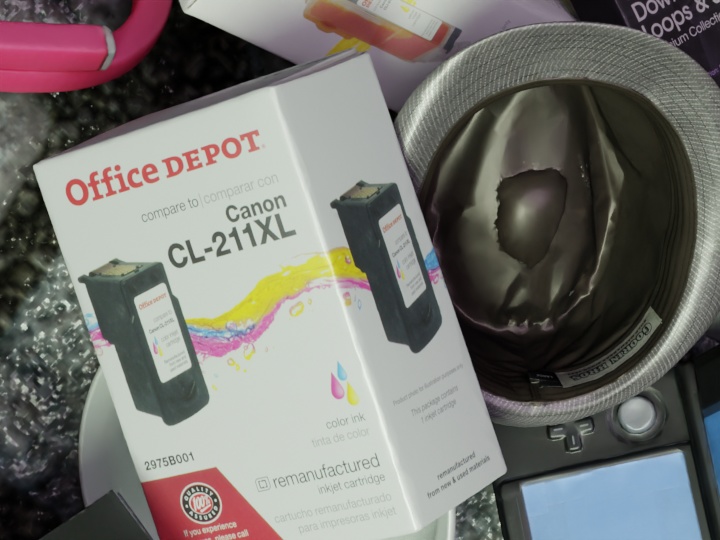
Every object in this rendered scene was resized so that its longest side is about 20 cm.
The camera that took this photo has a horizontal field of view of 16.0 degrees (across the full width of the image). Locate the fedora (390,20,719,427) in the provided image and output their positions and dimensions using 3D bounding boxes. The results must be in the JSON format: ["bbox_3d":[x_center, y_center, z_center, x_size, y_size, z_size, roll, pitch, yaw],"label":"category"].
[{"bbox_3d":[0.085,-0.031,1.187,0.176,0.090,0.201,-5,112,-6],"label":"fedora"}]

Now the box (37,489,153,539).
[{"bbox_3d":[-0.151,0.208,1.163,0.163,0.200,0.086,-34,71,-16],"label":"box"}]

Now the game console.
[{"bbox_3d":[0.154,0.139,1.241,0.175,0.116,0.201,-12,75,7],"label":"game console"}]

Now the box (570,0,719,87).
[{"bbox_3d":[0.189,-0.094,1.239,0.143,0.036,0.201,-32,97,-33],"label":"box"}]

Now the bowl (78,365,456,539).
[{"bbox_3d":[-0.032,0.093,1.251,0.200,0.090,0.202,6,106,22],"label":"bowl"}]

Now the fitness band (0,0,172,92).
[{"bbox_3d":[-0.182,-0.154,1.220,0.199,0.037,0.144,2,59,-27],"label":"fitness band"}]

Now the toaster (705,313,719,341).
[{"bbox_3d":[0.207,-0.061,1.344,0.199,0.119,0.182,24,80,-16],"label":"toaster"}]

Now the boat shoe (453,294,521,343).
[{"bbox_3d":[0.000,-0.001,1.263,0.200,0.068,0.072,41,114,8],"label":"boat shoe"}]

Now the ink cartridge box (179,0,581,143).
[{"bbox_3d":[-0.002,-0.152,1.230,0.199,0.145,0.084,24,115,-32],"label":"ink cartridge box"}]

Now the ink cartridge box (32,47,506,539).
[{"bbox_3d":[-0.042,0.020,1.131,0.083,0.145,0.201,-26,99,-54],"label":"ink cartridge box"}]
